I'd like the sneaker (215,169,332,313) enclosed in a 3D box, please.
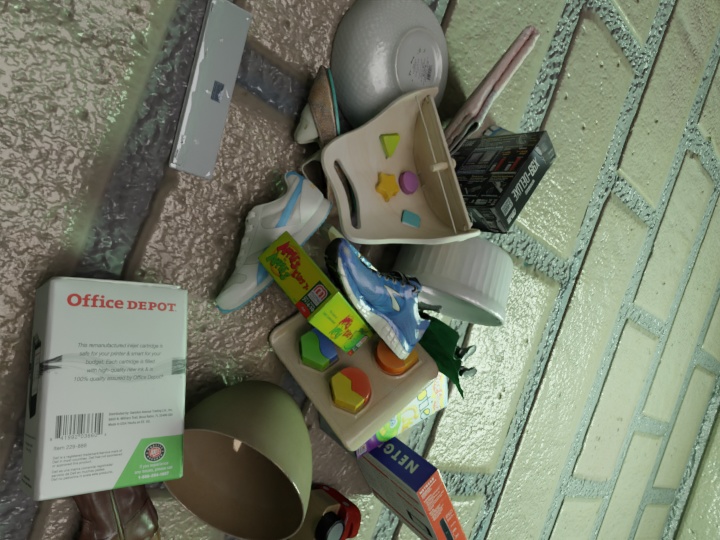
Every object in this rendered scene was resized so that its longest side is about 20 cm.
[{"bbox_3d":[-0.125,-0.035,0.712,0.080,0.076,0.202,40,81,-13],"label":"sneaker"}]

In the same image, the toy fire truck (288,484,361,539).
[{"bbox_3d":[-0.036,0.458,0.896,0.198,0.126,0.181,22,88,-52],"label":"toy fire truck"}]

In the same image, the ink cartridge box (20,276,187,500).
[{"bbox_3d":[-0.266,0.118,0.583,0.143,0.083,0.208,8,77,-41],"label":"ink cartridge box"}]

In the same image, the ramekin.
[{"bbox_3d":[0.144,0.007,0.862,0.198,0.197,0.101,29,78,-40],"label":"ramekin"}]

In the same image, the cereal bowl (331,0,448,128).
[{"bbox_3d":[0.057,-0.288,0.778,0.195,0.082,0.208,-12,109,-36],"label":"cereal bowl"}]

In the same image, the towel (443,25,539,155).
[{"bbox_3d":[0.166,-0.237,0.811,0.032,0.200,0.193,37,68,-4],"label":"towel"}]

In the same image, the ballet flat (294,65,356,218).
[{"bbox_3d":[-0.052,-0.163,0.738,0.065,0.068,0.206,-13,111,-6],"label":"ballet flat"}]

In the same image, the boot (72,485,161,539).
[{"bbox_3d":[-0.327,0.276,0.628,0.184,0.063,0.207,-28,123,-45],"label":"boot"}]

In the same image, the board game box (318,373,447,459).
[{"bbox_3d":[0.037,0.190,0.881,0.196,0.104,0.107,-18,114,-35],"label":"board game box"}]

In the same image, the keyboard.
[{"bbox_3d":[-0.177,-0.215,0.653,0.055,0.010,0.207,12,95,-46],"label":"keyboard"}]

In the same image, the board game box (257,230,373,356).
[{"bbox_3d":[-0.049,0.037,0.695,0.047,0.102,0.200,-42,158,-4],"label":"board game box"}]

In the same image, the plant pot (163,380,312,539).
[{"bbox_3d":[-0.141,0.224,0.709,0.136,0.194,0.205,-64,141,-53],"label":"plant pot"}]

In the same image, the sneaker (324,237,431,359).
[{"bbox_3d":[0.027,0.024,0.727,0.089,0.079,0.201,-42,122,-2],"label":"sneaker"}]

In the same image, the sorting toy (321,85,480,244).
[{"bbox_3d":[0.039,-0.116,0.727,0.175,0.106,0.207,-16,88,-28],"label":"sorting toy"}]

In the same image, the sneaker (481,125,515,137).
[{"bbox_3d":[0.220,-0.166,0.946,0.075,0.086,0.203,43,76,-40],"label":"sneaker"}]

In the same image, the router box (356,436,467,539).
[{"bbox_3d":[0.067,0.344,0.886,0.048,0.198,0.183,-36,123,-23],"label":"router box"}]

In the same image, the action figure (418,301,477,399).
[{"bbox_3d":[0.101,0.091,0.845,0.053,0.199,0.121,-21,126,-23],"label":"action figure"}]

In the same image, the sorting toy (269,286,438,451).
[{"bbox_3d":[-0.007,0.119,0.787,0.183,0.201,0.037,-32,161,-27],"label":"sorting toy"}]

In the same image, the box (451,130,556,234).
[{"bbox_3d":[0.172,-0.134,0.832,0.159,0.197,0.050,-52,123,-21],"label":"box"}]

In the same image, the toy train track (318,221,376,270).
[{"bbox_3d":[0.000,0.000,0.784,0.033,0.114,0.200,-52,135,-7],"label":"toy train track"}]
